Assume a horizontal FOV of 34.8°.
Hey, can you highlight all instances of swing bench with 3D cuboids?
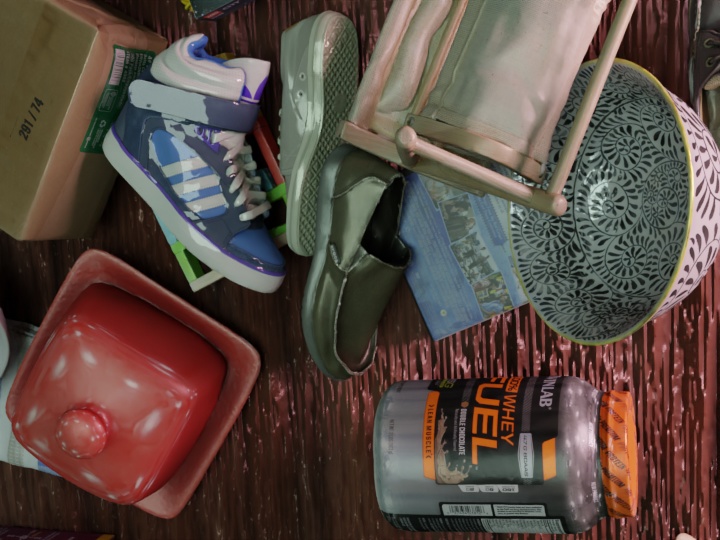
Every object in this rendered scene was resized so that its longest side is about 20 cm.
[{"bbox_3d":[0.092,-0.162,0.832,0.129,0.200,0.201,21,93,-16],"label":"swing bench"}]

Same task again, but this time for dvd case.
[{"bbox_3d":[0.118,-0.043,0.941,0.198,0.018,0.144,-24,91,21],"label":"dvd case"}]

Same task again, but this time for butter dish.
[{"bbox_3d":[-0.219,0.118,0.998,0.198,0.148,0.201,32,106,2],"label":"butter dish"}]

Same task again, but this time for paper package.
[{"bbox_3d":[-0.293,-0.151,1.000,0.189,0.103,0.202,31,107,18],"label":"paper package"}]

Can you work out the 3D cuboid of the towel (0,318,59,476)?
[{"bbox_3d":[-0.359,0.115,1.118,0.198,0.024,0.149,12,103,15],"label":"towel"}]

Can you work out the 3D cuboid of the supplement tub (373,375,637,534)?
[{"bbox_3d":[0.117,0.147,0.919,0.197,0.122,0.124,-4,98,17],"label":"supplement tub"}]

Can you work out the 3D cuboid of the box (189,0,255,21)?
[{"bbox_3d":[-0.067,-0.302,0.905,0.198,0.038,0.138,-21,92,20],"label":"box"}]

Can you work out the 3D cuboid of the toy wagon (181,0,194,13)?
[{"bbox_3d":[-0.101,-0.304,0.956,0.154,0.040,0.201,33,107,10],"label":"toy wagon"}]

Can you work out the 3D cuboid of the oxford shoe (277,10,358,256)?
[{"bbox_3d":[-0.041,-0.114,0.957,0.057,0.075,0.203,12,104,34],"label":"oxford shoe"}]

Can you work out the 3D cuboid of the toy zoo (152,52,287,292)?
[{"bbox_3d":[-0.137,-0.099,1.012,0.130,0.020,0.202,-25,91,20],"label":"toy zoo"}]

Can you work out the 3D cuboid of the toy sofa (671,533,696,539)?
[{"bbox_3d":[0.305,0.311,0.917,0.199,0.098,0.083,30,131,11],"label":"toy sofa"}]

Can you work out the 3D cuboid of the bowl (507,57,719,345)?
[{"bbox_3d":[0.202,-0.047,0.837,0.200,0.093,0.204,-7,82,61],"label":"bowl"}]

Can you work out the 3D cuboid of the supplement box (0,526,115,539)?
[{"bbox_3d":[-0.339,0.315,1.112,0.197,0.086,0.112,1,100,17],"label":"supplement box"}]

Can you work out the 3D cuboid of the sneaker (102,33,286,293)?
[{"bbox_3d":[-0.104,-0.097,0.936,0.200,0.081,0.147,43,108,5],"label":"sneaker"}]

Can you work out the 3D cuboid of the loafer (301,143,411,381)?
[{"bbox_3d":[0.000,0.000,0.944,0.069,0.075,0.203,14,111,32],"label":"loafer"}]

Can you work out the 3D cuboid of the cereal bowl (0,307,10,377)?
[{"bbox_3d":[-0.421,0.052,1.034,0.200,0.199,0.084,-39,47,19],"label":"cereal bowl"}]

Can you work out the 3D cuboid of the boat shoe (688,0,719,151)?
[{"bbox_3d":[0.280,-0.144,0.847,0.072,0.065,0.203,-4,98,17],"label":"boat shoe"}]
